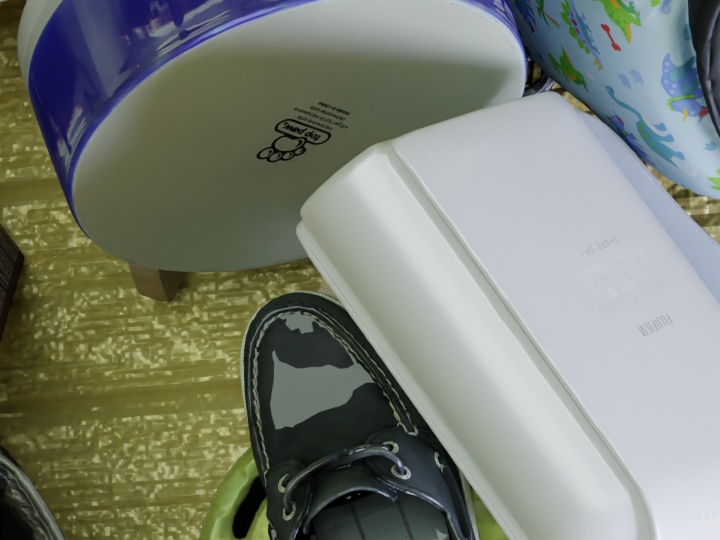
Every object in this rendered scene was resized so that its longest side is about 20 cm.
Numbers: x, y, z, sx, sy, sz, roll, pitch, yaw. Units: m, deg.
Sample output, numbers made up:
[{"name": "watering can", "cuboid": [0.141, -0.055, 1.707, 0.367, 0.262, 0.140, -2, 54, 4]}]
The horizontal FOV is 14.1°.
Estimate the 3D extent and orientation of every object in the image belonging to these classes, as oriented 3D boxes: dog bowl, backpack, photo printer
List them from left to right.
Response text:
[{"name": "dog bowl", "cuboid": [-0.036, -0.084, 1.193, 0.200, 0.200, 0.079, -24, 62, 7]}, {"name": "photo printer", "cuboid": [0.082, 0.032, 1.104, 0.069, 0.166, 0.200, -40, 80, 28]}, {"name": "backpack", "cuboid": [0.137, -0.118, 1.195, 0.154, 0.163, 0.200, -26, 42, 5]}]

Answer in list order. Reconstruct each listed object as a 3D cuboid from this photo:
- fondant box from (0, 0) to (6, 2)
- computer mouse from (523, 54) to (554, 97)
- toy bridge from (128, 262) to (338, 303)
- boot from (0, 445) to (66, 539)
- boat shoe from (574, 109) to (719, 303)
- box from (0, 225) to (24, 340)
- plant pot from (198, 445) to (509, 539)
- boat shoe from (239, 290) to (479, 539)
[{"name": "fondant box", "cuboid": [-0.152, -0.150, 1.228, 0.200, 0.144, 0.058, -19, 104, -5]}, {"name": "computer mouse", "cuboid": [0.078, -0.174, 1.299, 0.058, 0.034, 0.201, 9, 86, -13]}, {"name": "toy bridge", "cuboid": [0.000, 0.000, 1.269, 0.200, 0.027, 0.067, 12, 57, 24]}, {"name": "boot", "cuboid": [-0.169, 0.102, 1.210, 0.073, 0.200, 0.182, -45, 75, -5]}, {"name": "boat shoe", "cuboid": [0.131, 0.012, 1.233, 0.074, 0.065, 0.200, -35, 95, -4]}, {"name": "box", "cuboid": [-0.205, 0.015, 1.233, 0.100, 0.200, 0.075, -36, 100, 5]}, {"name": "plant pot", "cuboid": [0.018, 0.127, 1.175, 0.200, 0.184, 0.201, -2, 79, 12]}, {"name": "boat shoe", "cuboid": [0.003, 0.095, 1.054, 0.074, 0.066, 0.200, -19, 77, 8]}]
